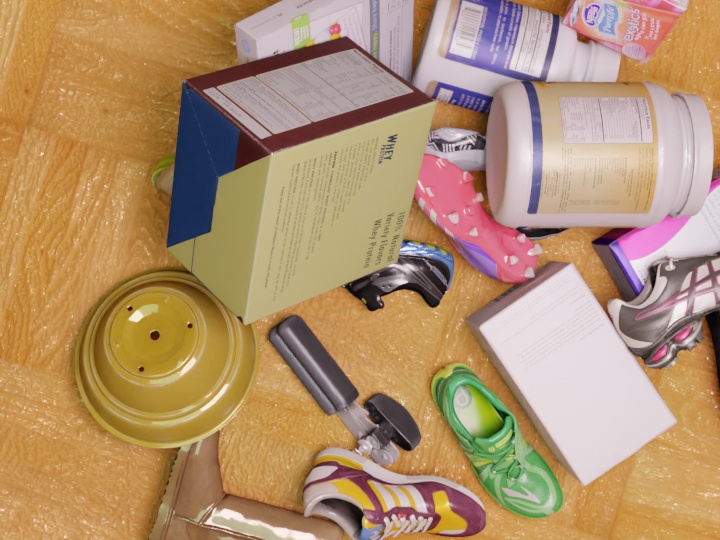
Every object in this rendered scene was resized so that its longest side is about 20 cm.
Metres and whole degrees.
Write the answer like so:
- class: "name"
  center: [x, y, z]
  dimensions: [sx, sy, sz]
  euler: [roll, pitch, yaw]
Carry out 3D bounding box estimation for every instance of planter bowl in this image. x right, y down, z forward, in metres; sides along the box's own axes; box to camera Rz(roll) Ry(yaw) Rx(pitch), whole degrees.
- class: "planter bowl"
  center: [-0.207, 0.078, 1.339]
  dimensions: [0.199, 0.084, 0.201]
  euler: [0, 71, 1]

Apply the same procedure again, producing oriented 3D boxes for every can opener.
- class: "can opener"
  center: [-0.020, 0.129, 1.403]
  dimensions: [0.200, 0.053, 0.066]
  euler: [48, 56, -4]

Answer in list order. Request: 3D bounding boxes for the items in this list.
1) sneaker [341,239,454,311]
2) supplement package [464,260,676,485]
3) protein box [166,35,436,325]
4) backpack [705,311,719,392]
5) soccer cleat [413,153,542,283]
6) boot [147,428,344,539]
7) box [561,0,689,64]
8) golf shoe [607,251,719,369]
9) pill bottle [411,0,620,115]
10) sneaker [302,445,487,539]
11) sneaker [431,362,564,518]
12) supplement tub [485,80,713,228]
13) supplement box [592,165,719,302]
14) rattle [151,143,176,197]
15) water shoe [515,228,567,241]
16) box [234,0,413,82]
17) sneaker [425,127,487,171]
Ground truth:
- class: "sneaker"
  center: [0.000, 0.000, 1.382]
  dimensions: [0.199, 0.071, 0.083]
  euler: [9, 89, -3]
- class: "supplement package"
  center: [0.219, 0.105, 1.368]
  dimensions: [0.121, 0.120, 0.200]
  euler: [-33, 93, -2]
- class: "protein box"
  center: [-0.060, -0.090, 1.235]
  dimensions: [0.200, 0.199, 0.135]
  euler: [-22, 50, -36]
- class: "backpack"
  center: [0.445, 0.122, 1.364]
  dimensions: [0.153, 0.163, 0.201]
  euler: [-2, 99, -16]
- class: "soccer cleat"
  center: [0.107, -0.048, 1.346]
  dimensions: [0.200, 0.076, 0.067]
  euler: [37, 62, -30]
- class: "boot"
  center: [-0.112, 0.255, 1.395]
  dimensions: [0.199, 0.066, 0.176]
  euler: [19, 100, -3]
- class: "box"
  center: [0.292, -0.329, 1.327]
  dimensions: [0.102, 0.095, 0.201]
  euler: [25, 60, -2]
- class: "golf shoe"
  center: [0.342, 0.010, 1.293]
  dimensions: [0.200, 0.077, 0.088]
  euler: [-41, 87, 0]
- class: "pill bottle"
  center: [0.163, -0.218, 1.356]
  dimensions: [0.199, 0.120, 0.120]
  euler: [16, 91, -3]
- class: "sneaker"
  center: [0.035, 0.260, 1.373]
  dimensions: [0.199, 0.090, 0.075]
  euler: [15, 128, 4]
- class: "sneaker"
  center: [0.144, 0.191, 1.387]
  dimensions: [0.074, 0.084, 0.200]
  euler: [-39, 93, -1]
- class: "supplement tub"
  center: [0.231, -0.113, 1.271]
  dimensions: [0.199, 0.144, 0.145]
  euler: [0, 92, -5]
- class: "supplement box"
  center: [0.364, -0.037, 1.378]
  dimensions: [0.199, 0.103, 0.101]
  euler: [-30, 93, 1]
- class: "rattle"
  center: [-0.115, -0.136, 1.353]
  dimensions: [0.143, 0.130, 0.200]
  euler: [38, 84, -1]
- class: "water shoe"
  center: [0.248, -0.092, 1.383]
  dimensions: [0.199, 0.079, 0.072]
  euler: [-25, 92, -1]
- class: "box"
  center: [-0.032, -0.217, 1.303]
  dimensions: [0.200, 0.156, 0.041]
  euler: [-31, 53, -26]
- class: "sneaker"
  center: [0.060, -0.098, 1.382]
  dimensions: [0.199, 0.075, 0.116]
  euler: [7, 93, 2]
